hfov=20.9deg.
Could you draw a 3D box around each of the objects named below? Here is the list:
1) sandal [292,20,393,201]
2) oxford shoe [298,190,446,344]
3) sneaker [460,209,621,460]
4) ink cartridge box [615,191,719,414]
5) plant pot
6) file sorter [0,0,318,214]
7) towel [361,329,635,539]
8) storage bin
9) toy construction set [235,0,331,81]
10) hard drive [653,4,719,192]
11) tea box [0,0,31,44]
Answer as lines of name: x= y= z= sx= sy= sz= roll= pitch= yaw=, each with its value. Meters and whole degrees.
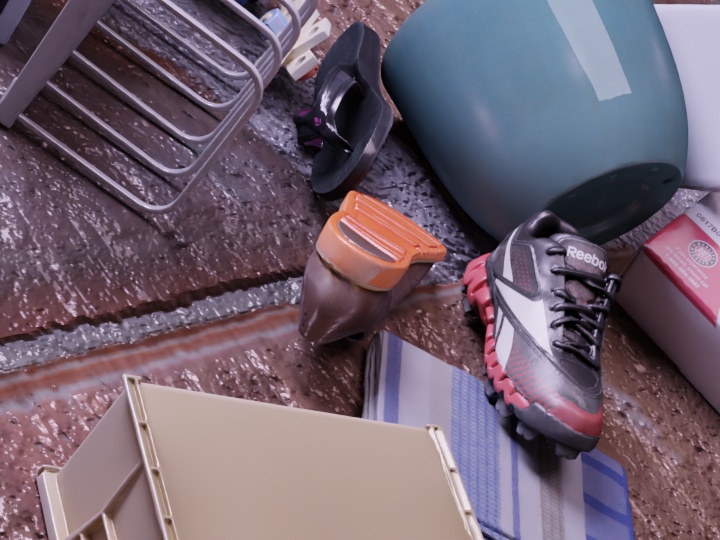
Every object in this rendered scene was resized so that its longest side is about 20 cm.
sandal: x=-0.020 y=-0.111 z=1.318 sx=0.048 sy=0.075 sz=0.200 roll=31 pitch=24 yaw=-20
oxford shoe: x=0.000 y=0.000 z=1.216 sx=0.071 sy=0.073 sz=0.200 roll=33 pitch=14 yaw=10
sneaker: x=0.122 y=0.033 z=1.236 sx=0.071 sy=0.098 sz=0.200 roll=28 pitch=27 yaw=-25
ink cartridge box: x=0.304 y=0.000 z=1.416 sx=0.200 sy=0.086 sz=0.148 roll=-36 pitch=74 yaw=-26
plant pot: x=0.135 y=-0.106 z=1.359 sx=0.200 sy=0.201 sz=0.161 roll=1 pitch=58 yaw=-44
file sorter: x=-0.112 y=-0.151 z=1.214 sx=0.124 sy=0.139 sz=0.200 roll=36 pitch=33 yaw=-9
towel: x=0.084 y=0.125 z=1.179 sx=0.200 sy=0.024 sz=0.147 roll=30 pitch=32 yaw=-18
storage bin: x=-0.033 y=0.164 z=0.955 sx=0.200 sy=0.094 sz=0.199 roll=13 pitch=42 yaw=-35
toy construction set: x=-0.075 y=-0.228 z=1.342 sx=0.092 sy=0.131 sz=0.200 roll=-31 pitch=112 yaw=-18
hard drive: x=0.222 y=-0.128 z=1.423 sx=0.027 sy=0.132 sz=0.200 roll=9 pitch=1 yaw=-38
tea box: x=-0.264 y=-0.282 z=1.224 sx=0.200 sy=0.134 sz=0.197 roll=28 pitch=34 yaw=-17
